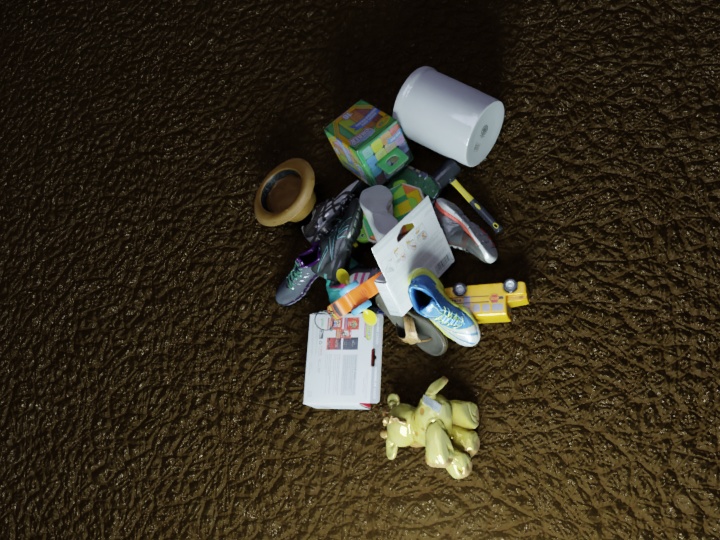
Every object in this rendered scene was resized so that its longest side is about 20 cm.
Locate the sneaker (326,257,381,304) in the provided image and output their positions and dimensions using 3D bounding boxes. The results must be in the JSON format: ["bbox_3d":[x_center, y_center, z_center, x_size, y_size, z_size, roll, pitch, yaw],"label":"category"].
[{"bbox_3d":[0.000,0.000,1.597,0.199,0.084,0.121,-32,73,11],"label":"sneaker"}]

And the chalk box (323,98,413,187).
[{"bbox_3d":[0.030,-0.285,1.616,0.124,0.124,0.200,-39,44,-9],"label":"chalk box"}]

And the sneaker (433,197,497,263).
[{"bbox_3d":[0.221,-0.072,1.546,0.082,0.077,0.200,-53,55,22],"label":"sneaker"}]

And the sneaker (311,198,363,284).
[{"bbox_3d":[-0.049,-0.073,1.550,0.079,0.075,0.201,14,73,14],"label":"sneaker"}]

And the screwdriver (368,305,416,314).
[{"bbox_3d":[0.077,0.096,1.566,0.199,0.028,0.029,4,103,17],"label":"screwdriver"}]

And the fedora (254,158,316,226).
[{"bbox_3d":[-0.171,-0.178,1.712,0.200,0.082,0.202,-21,52,30],"label":"fedora"}]

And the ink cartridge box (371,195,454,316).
[{"bbox_3d":[0.102,-0.032,1.471,0.043,0.174,0.200,6,41,48],"label":"ink cartridge box"}]

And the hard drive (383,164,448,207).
[{"bbox_3d":[0.096,-0.141,1.628,0.139,0.038,0.201,30,86,28],"label":"hard drive"}]

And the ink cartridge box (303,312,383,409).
[{"bbox_3d":[-0.025,0.199,1.533,0.174,0.084,0.201,-2,72,19],"label":"ink cartridge box"}]

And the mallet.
[{"bbox_3d":[0.234,-0.155,1.555,0.066,0.041,0.201,-35,79,3],"label":"mallet"}]

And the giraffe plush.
[{"bbox_3d":[0.123,0.317,1.401,0.162,0.200,0.173,-19,31,41],"label":"giraffe plush"}]

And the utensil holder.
[{"bbox_3d":[0.201,-0.348,1.584,0.199,0.170,0.171,31,85,26],"label":"utensil holder"}]

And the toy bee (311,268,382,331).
[{"bbox_3d":[-0.030,0.061,1.485,0.199,0.109,0.132,-9,80,-24],"label":"toy bee"}]

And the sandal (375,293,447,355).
[{"bbox_3d":[0.100,0.117,1.499,0.200,0.082,0.054,42,49,17],"label":"sandal"}]

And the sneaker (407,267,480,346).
[{"bbox_3d":[0.159,0.089,1.408,0.200,0.105,0.076,46,117,-1],"label":"sneaker"}]

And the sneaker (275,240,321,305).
[{"bbox_3d":[-0.144,0.000,1.637,0.200,0.087,0.075,-44,56,14],"label":"sneaker"}]

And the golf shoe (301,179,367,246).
[{"bbox_3d":[-0.067,-0.149,1.675,0.094,0.078,0.200,37,88,28],"label":"golf shoe"}]

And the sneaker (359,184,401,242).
[{"bbox_3d":[0.045,-0.105,1.535,0.075,0.089,0.201,-12,43,-2],"label":"sneaker"}]

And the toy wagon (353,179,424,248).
[{"bbox_3d":[0.061,-0.111,1.589,0.199,0.040,0.156,-25,64,13],"label":"toy wagon"}]

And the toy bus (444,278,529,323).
[{"bbox_3d":[0.254,0.068,1.475,0.199,0.065,0.079,-5,71,21],"label":"toy bus"}]
